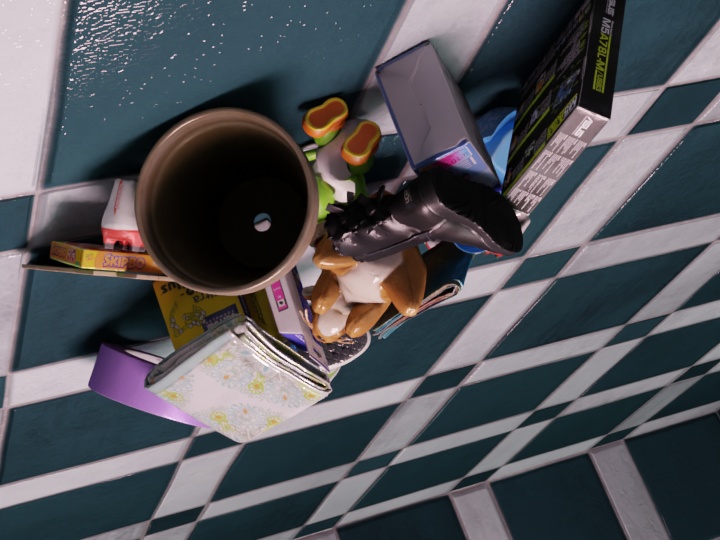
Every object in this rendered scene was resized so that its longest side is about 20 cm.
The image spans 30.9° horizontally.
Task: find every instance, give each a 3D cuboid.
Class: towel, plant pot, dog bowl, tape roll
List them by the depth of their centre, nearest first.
[{"bbox_3d":[-0.129,-0.064,1.454,0.200,0.200,0.174,-25,169,7],"label":"plant pot"},{"bbox_3d":[0.164,-0.120,1.655,0.111,0.050,0.200,31,89,-42],"label":"dog bowl"},{"bbox_3d":[-0.159,0.147,1.695,0.171,0.048,0.200,38,130,-27],"label":"towel"},{"bbox_3d":[0.098,0.006,1.713,0.147,0.022,0.200,-33,-167,30],"label":"towel"},{"bbox_3d":[-0.280,0.163,1.841,0.200,0.066,0.200,18,178,1],"label":"tape roll"}]

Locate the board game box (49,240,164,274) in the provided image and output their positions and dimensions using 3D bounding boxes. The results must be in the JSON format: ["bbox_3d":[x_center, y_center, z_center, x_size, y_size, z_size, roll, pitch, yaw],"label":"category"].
[{"bbox_3d":[-0.250,-0.011,1.520,0.200,0.030,0.095,8,-178,-35],"label":"board game box"}]

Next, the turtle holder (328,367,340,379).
[{"bbox_3d":[-0.103,0.144,2.037,0.132,0.141,0.186,-29,156,-34],"label":"turtle holder"}]

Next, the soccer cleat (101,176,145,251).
[{"bbox_3d":[-0.243,-0.066,1.498,0.068,0.085,0.200,8,-177,12],"label":"soccer cleat"}]

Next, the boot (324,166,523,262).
[{"bbox_3d":[0.069,-0.048,1.485,0.162,0.073,0.198,-22,150,35],"label":"boot"}]

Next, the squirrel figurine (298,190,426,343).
[{"bbox_3d":[0.000,0.000,1.660,0.141,0.200,0.187,22,144,-6],"label":"squirrel figurine"}]

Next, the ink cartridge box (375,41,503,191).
[{"bbox_3d":[0.098,-0.156,1.513,0.076,0.137,0.200,-24,159,13],"label":"ink cartridge box"}]

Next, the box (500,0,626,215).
[{"bbox_3d":[0.232,-0.194,1.497,0.047,0.193,0.200,19,145,-11],"label":"box"}]

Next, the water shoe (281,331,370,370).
[{"bbox_3d":[-0.083,0.118,1.817,0.200,0.072,0.079,-22,175,-3],"label":"water shoe"}]

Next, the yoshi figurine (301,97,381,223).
[{"bbox_3d":[-0.041,-0.112,1.543,0.112,0.113,0.200,-2,158,-8],"label":"yoshi figurine"}]

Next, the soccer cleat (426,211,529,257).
[{"bbox_3d":[0.172,-0.056,1.912,0.200,0.069,0.085,-4,143,-47],"label":"soccer cleat"}]

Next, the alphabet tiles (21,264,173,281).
[{"bbox_3d":[-0.293,0.004,1.543,0.200,0.006,0.166,4,179,39],"label":"alphabet tiles"}]

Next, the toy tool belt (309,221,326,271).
[{"bbox_3d":[-0.008,0.002,1.802,0.125,0.123,0.200,-31,157,10],"label":"toy tool belt"}]

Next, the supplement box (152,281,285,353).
[{"bbox_3d":[-0.188,0.066,1.804,0.109,0.110,0.200,-25,159,7],"label":"supplement box"}]

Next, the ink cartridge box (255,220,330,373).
[{"bbox_3d":[-0.093,0.039,1.705,0.037,0.200,0.095,-24,158,7],"label":"ink cartridge box"}]
